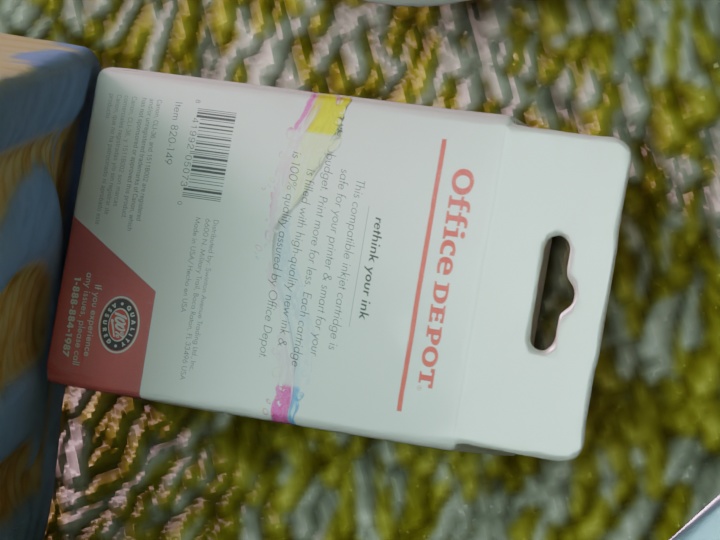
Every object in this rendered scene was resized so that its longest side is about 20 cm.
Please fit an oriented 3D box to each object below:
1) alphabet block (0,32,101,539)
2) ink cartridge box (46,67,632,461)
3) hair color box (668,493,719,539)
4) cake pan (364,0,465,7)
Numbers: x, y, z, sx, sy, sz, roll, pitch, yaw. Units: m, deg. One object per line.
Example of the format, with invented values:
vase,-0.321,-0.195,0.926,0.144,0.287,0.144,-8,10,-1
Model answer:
alphabet block,-0.212,0.011,0.961,0.200,0.195,0.196,9,98,5
ink cartridge box,0.000,0.000,0.989,0.200,0.067,0.117,9,87,22
hair color box,0.186,0.149,0.887,0.061,0.099,0.200,-43,72,10
cake pan,0.037,-0.187,1.001,0.200,0.037,0.200,-5,78,26
